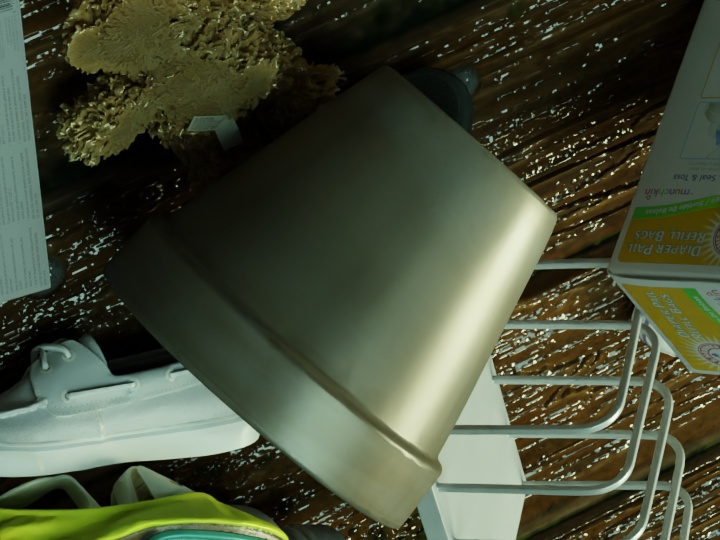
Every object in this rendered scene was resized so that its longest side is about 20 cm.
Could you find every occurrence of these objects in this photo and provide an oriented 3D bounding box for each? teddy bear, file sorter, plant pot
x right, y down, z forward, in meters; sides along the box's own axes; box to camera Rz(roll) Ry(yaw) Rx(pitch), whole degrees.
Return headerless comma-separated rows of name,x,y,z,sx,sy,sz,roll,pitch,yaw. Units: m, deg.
teddy bear,-0.086,-0.107,1.508,0.199,0.067,0.145,20,121,-46
file sorter,0.109,0.107,1.690,0.124,0.139,0.201,0,134,18
plant pot,0.000,0.000,1.506,0.174,0.200,0.200,-49,133,1

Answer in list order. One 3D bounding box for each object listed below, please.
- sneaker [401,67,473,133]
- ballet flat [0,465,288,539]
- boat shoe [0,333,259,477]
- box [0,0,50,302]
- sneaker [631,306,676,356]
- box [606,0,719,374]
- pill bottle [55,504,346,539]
sneaker,0.011,-0.020,1.633,0.087,0.073,0.201,-13,128,-65
ballet flat,-0.130,0.136,1.574,0.199,0.067,0.067,-4,146,-32
boat shoe,-0.146,0.067,1.595,0.199,0.072,0.069,-4,100,-17
box,-0.184,-0.075,1.480,0.041,0.039,0.201,-17,130,-17
sneaker,0.265,0.041,1.784,0.199,0.114,0.073,-1,125,-29
box,0.228,-0.052,1.634,0.113,0.101,0.201,47,56,-43
pill bottle,-0.104,0.186,1.672,0.199,0.112,0.113,0,123,-31
